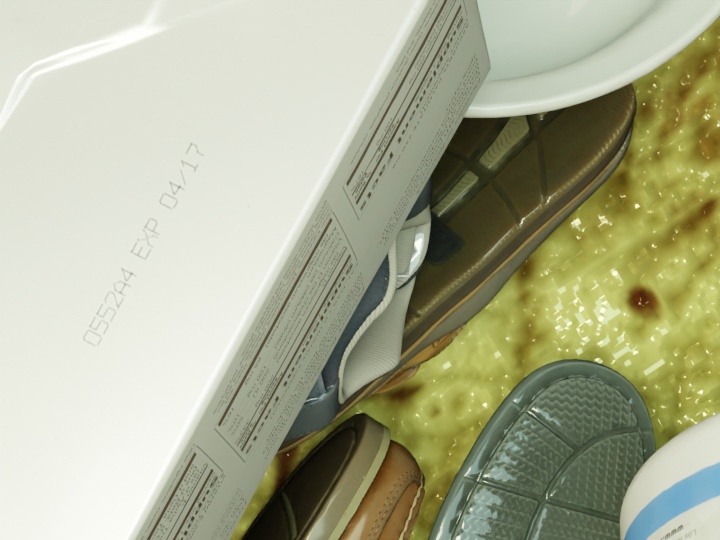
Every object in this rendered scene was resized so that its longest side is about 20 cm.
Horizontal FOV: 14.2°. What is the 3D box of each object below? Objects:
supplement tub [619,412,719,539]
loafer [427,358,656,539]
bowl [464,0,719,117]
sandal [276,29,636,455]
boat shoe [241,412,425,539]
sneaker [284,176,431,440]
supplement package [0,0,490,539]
[{"bbox_3d":[0.141,0.145,0.792,0.131,0.132,0.201,5,56,-11],"label":"supplement tub"},{"bbox_3d":[0.038,0.125,0.885,0.072,0.063,0.201,15,81,-15],"label":"loafer"},{"bbox_3d":[0.024,-0.131,0.865,0.200,0.090,0.202,2,77,-9],"label":"bowl"},{"bbox_3d":[0.000,0.000,0.882,0.200,0.055,0.082,-38,63,-14],"label":"sandal"},{"bbox_3d":[-0.026,0.141,0.868,0.068,0.072,0.201,29,94,-9],"label":"boat shoe"},{"bbox_3d":[-0.057,-0.039,0.828,0.145,0.077,0.203,-14,67,2],"label":"sneaker"},{"bbox_3d":[-0.083,-0.015,0.721,0.155,0.111,0.201,27,81,11],"label":"supplement package"}]
